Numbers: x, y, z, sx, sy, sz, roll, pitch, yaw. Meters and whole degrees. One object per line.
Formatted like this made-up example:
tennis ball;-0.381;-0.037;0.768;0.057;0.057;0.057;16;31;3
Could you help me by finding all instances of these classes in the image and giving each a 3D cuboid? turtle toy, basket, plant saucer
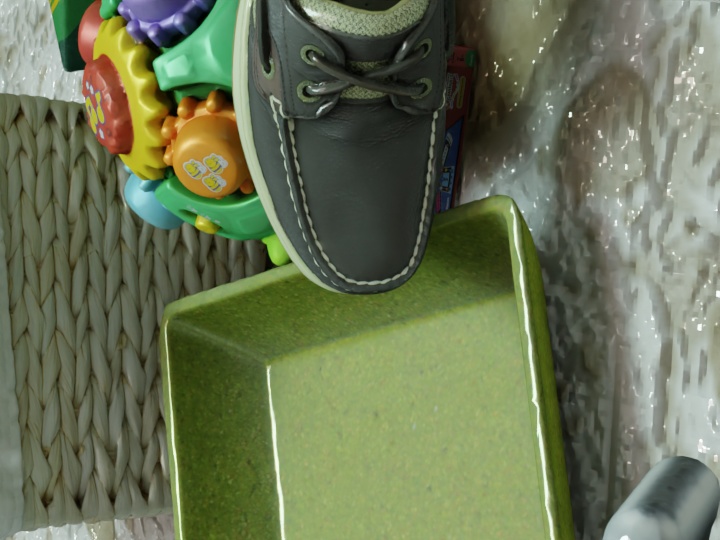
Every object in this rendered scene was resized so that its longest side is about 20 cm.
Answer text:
turtle toy;-0.063;-0.096;0.703;0.146;0.101;0.201;-24;83;68
basket;-0.151;0.031;0.869;0.198;0.160;0.201;-17;74;58
plant saucer;0.010;0.093;0.677;0.199;0.048;0.201;-17;74;43

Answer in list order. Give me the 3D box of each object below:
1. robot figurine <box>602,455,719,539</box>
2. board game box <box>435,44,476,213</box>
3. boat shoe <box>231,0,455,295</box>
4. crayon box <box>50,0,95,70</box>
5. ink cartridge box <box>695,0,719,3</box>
robot figurine;0.085;0.158;0.516;0.169;0.113;0.201;19;108;22
board game box;0.000;0.000;0.755;0.103;0.019;0.201;25;110;58
boat shoe;-0.005;-0.085;0.591;0.066;0.071;0.202;-133;38;-73
crayon box;-0.133;-0.206;0.878;0.200;0.050;0.128;107;151;-61
ink cartridge box;0.101;-0.200;0.526;0.200;0.084;0.145;-58;42;40
